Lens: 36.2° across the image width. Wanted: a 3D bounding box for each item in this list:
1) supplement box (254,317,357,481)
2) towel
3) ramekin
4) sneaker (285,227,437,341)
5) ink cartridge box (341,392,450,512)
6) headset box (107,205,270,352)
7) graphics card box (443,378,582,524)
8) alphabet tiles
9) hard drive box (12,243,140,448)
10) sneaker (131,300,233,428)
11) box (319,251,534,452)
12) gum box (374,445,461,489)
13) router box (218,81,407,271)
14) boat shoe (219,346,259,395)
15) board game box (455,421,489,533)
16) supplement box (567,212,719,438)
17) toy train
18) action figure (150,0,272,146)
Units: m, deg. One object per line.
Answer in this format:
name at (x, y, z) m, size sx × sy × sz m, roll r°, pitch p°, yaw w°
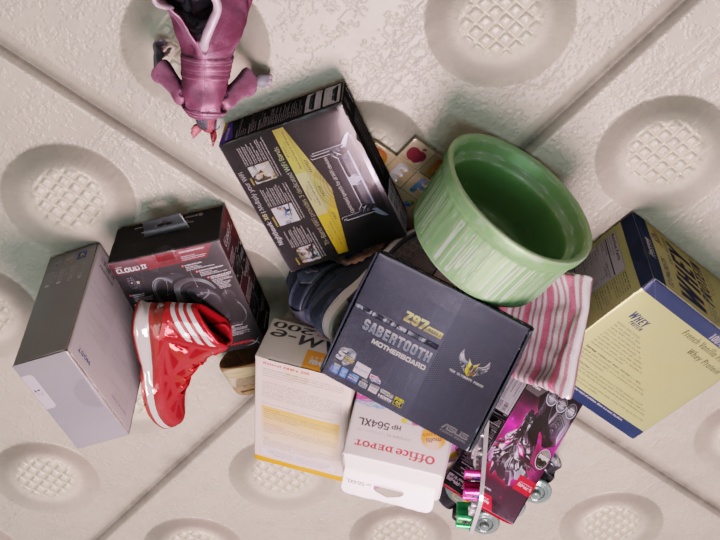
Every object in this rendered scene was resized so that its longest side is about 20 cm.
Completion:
supplement box at (-0.066, 0.167, 1.407) m, size 0.126 × 0.074 × 0.200 m, roll 14°, pitch 132°, yaw 8°
towel at (0.213, 0.067, 1.342) m, size 0.030 × 0.200 × 0.147 m, roll 7°, pitch 93°, yaw -20°
ramekin at (0.157, -0.053, 1.267) m, size 0.200 × 0.200 × 0.098 m, roll 25°, pitch 127°, yaw -19°
sneaker at (-0.001, -0.001, 1.384) m, size 0.202 × 0.146 × 0.077 m, roll -38°, pitch 122°, yaw -19°
ink cartridge box at (0.056, 0.190, 1.385) m, size 0.128 × 0.201 × 0.125 m, roll 11°, pitch 156°, yaw 7°
headset box at (-0.217, 0.014, 1.399) m, size 0.148 × 0.077 × 0.200 m, roll -12°, pitch 127°, yaw 10°
graphics card box at (0.211, 0.239, 1.521) m, size 0.125 × 0.051 × 0.200 m, roll 36°, pitch 83°, yaw -37°
alphabet tiles at (0.041, -0.074, 1.372) m, size 0.166 × 0.006 × 0.200 m, roll 32°, pitch 122°, yaw -23°
hard drive box at (-0.341, 0.092, 1.383) m, size 0.077 × 0.200 × 0.156 m, roll -16°, pitch 127°, yaw 12°
sneaker at (-0.215, 0.123, 1.392) m, size 0.115 × 0.079 × 0.200 m, roll -2°, pitch 132°, yaw 4°
box at (0.075, 0.090, 1.258) m, size 0.200 × 0.051 × 0.158 m, roll 28°, pitch 97°, yaw 10°
gum box at (0.061, 0.224, 1.535) m, size 0.199 × 0.066 × 0.114 m, roll -22°, pitch 126°, yaw 11°
router box at (-0.052, -0.106, 1.309) m, size 0.157 × 0.052 × 0.200 m, roll -16°, pitch 125°, yaw 16°
boat shoe at (-0.092, 0.129, 1.483) m, size 0.199 × 0.071 × 0.065 m, roll -8°, pitch 120°, yaw 28°
board game box at (0.142, 0.209, 1.377) m, size 0.026 × 0.201 × 0.200 m, roll 5°, pitch 156°, yaw 4°
supplement box at (0.349, 0.073, 1.411) m, size 0.200 × 0.134 × 0.200 m, roll 33°, pitch 122°, yaw -25°
toy train at (0.201, 0.312, 1.646) m, size 0.114 × 0.085 × 0.200 m, roll 41°, pitch 121°, yaw -15°
action figure at (-0.156, -0.223, 1.170) m, size 0.133 × 0.149 × 0.201 m, roll 0°, pitch 116°, yaw -8°
